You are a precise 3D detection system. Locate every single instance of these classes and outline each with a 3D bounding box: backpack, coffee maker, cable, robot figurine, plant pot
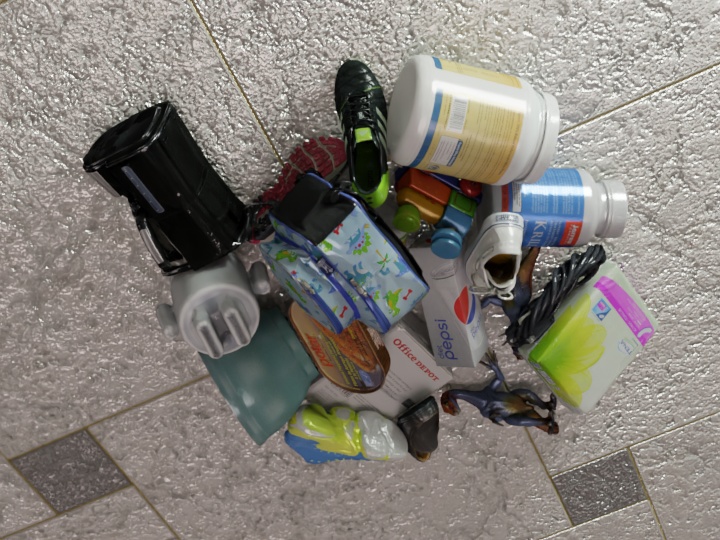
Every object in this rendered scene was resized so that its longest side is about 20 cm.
[{"bbox_3d":[-0.025,-0.006,1.364,0.147,0.183,0.200,-47,113,-5],"label":"backpack"},{"bbox_3d":[-0.238,-0.119,1.426,0.191,0.135,0.201,-31,123,3],"label":"coffee maker"},{"bbox_3d":[0.286,0.022,1.540,0.200,0.051,0.164,-41,162,-26],"label":"cable"},{"bbox_3d":[-0.204,0.039,1.484,0.168,0.200,0.114,-21,122,-4],"label":"robot figurine"},{"bbox_3d":[-0.145,0.138,1.583,0.133,0.200,0.201,-31,124,-4],"label":"plant pot"}]

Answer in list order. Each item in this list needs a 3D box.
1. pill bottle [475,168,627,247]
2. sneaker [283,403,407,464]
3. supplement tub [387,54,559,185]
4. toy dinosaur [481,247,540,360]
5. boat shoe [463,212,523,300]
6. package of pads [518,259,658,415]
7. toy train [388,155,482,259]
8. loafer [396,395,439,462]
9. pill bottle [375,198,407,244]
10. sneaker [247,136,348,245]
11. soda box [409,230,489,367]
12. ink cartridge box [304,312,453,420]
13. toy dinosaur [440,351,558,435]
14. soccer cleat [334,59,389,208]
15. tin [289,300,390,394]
[{"bbox_3d":[0.270,-0.089,1.513,0.198,0.113,0.113,0,125,-7],"label":"pill bottle"},{"bbox_3d":[-0.029,0.261,1.659,0.198,0.076,0.105,21,140,-20],"label":"sneaker"},{"bbox_3d":[0.145,-0.193,1.405,0.198,0.145,0.146,11,123,-14],"label":"supplement tub"},{"bbox_3d":[0.246,0.055,1.631,0.199,0.105,0.182,-36,140,5],"label":"toy dinosaur"},{"bbox_3d":[0.187,0.002,1.464,0.074,0.087,0.202,3,157,-6],"label":"boat shoe"},{"bbox_3d":[0.352,0.104,1.643,0.200,0.068,0.155,-48,121,-8],"label":"package of pads"},{"bbox_3d":[0.066,-0.103,1.465,0.199,0.116,0.085,27,141,-13],"label":"toy train"},{"bbox_3d":[0.101,0.253,1.698,0.072,0.073,0.200,-32,165,-11],"label":"loafer"},{"bbox_3d":[0.000,0.000,1.542,0.110,0.111,0.201,4,124,-10],"label":"pill bottle"},{"bbox_3d":[-0.080,-0.107,1.486,0.074,0.081,0.200,21,128,-40],"label":"sneaker"},{"bbox_3d":[0.133,0.042,1.578,0.068,0.063,0.202,0,116,30],"label":"soda box"},{"bbox_3d":[0.023,0.155,1.670,0.199,0.083,0.147,-35,122,18],"label":"ink cartridge box"},{"bbox_3d":[0.225,0.232,1.744,0.180,0.106,0.201,1,139,16],"label":"toy dinosaur"},{"bbox_3d":[0.005,-0.182,1.379,0.067,0.081,0.202,-8,81,1],"label":"soccer cleat"},{"bbox_3d":[-0.028,0.097,1.531,0.111,0.042,0.201,-6,129,27],"label":"tin"}]
